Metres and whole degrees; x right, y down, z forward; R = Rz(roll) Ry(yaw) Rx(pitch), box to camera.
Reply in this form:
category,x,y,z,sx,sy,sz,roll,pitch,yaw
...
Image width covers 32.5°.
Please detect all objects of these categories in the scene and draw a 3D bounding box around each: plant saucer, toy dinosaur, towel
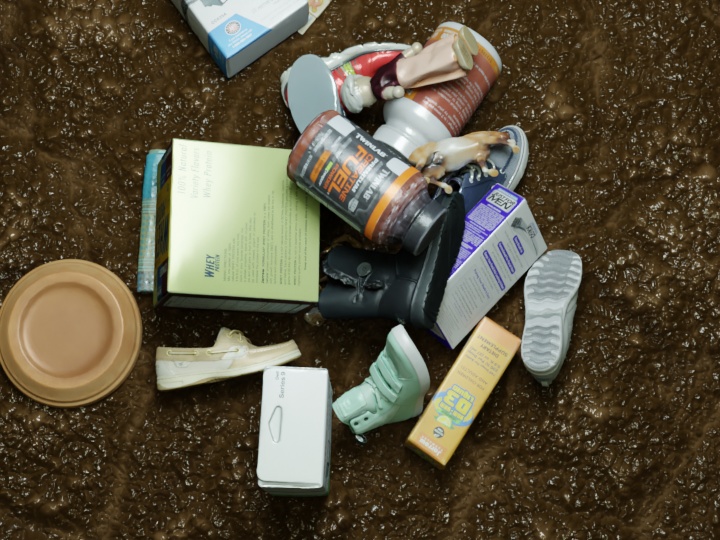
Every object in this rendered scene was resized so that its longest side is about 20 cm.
category,x,y,z,sx,sy,sz,roll,pitch,yaw
plant saucer,-0.394,0.082,1.663,0.196,0.037,0.204,1,78,-3
toy dinosaur,0.000,0.000,1.703,0.198,0.060,0.107,-32,98,1
towel,-0.232,-0.065,1.712,0.144,0.022,0.204,3,80,-3

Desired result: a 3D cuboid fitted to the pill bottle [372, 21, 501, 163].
category,x,y,z,sx,sy,sz,roll,pitch,yaw
pill bottle,0.102,-0.235,1.719,0.111,0.112,0.201,34,78,3

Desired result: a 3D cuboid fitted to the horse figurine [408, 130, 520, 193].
category,x,y,z,sx,sy,sz,roll,pitch,yaw
horse figurine,0.123,-0.144,1.634,0.197,0.133,0.051,-21,115,-5

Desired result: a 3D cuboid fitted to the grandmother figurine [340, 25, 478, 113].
category,x,y,z,sx,sy,sz,roll,pitch,yaw
grandmother figurine,0.057,-0.260,1.654,0.198,0.122,0.061,-17,111,30

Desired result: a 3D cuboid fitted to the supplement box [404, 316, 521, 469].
category,x,y,z,sx,sy,sz,roll,pitch,yaw
supplement box,0.138,0.166,1.666,0.066,0.069,0.202,32,80,5

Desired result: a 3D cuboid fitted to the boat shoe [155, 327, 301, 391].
category,x,y,z,sx,sy,sz,roll,pitch,yaw
boat shoe,-0.179,0.111,1.652,0.196,0.074,0.070,-11,85,-5

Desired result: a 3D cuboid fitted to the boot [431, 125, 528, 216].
category,x,y,z,sx,sy,sz,roll,pitch,yaw
boot,0.163,-0.127,1.703,0.072,0.090,0.202,19,76,35

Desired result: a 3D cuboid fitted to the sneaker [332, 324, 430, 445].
category,x,y,z,sx,sy,sz,roll,pitch,yaw
sneaker,0.023,0.153,1.591,0.117,0.202,0.074,-22,58,-14

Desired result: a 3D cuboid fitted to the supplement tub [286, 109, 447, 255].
category,x,y,z,sx,sy,sz,roll,pitch,yaw
supplement tub,0.011,-0.105,1.544,0.199,0.107,0.107,36,79,11

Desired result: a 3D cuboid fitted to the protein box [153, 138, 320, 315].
category,x,y,z,sx,sy,sz,roll,pitch,yaw
protein box,-0.165,-0.052,1.632,0.197,0.135,0.202,4,79,-18

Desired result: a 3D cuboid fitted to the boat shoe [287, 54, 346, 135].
category,x,y,z,sx,sy,sz,roll,pitch,yaw
boat shoe,-0.048,-0.192,1.705,0.070,0.091,0.204,-15,87,7

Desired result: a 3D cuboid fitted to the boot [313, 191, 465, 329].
category,x,y,z,sx,sy,sz,roll,pitch,yaw
boot,0.037,-0.021,1.617,0.166,0.077,0.203,8,66,26

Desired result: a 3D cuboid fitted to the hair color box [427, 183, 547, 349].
category,x,y,z,sx,sy,sz,roll,pitch,yaw
hair color box,0.155,-0.006,1.675,0.200,0.110,0.065,-44,46,-10

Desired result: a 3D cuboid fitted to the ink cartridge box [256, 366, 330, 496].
category,x,y,z,sx,sy,sz,roll,pitch,yaw
ink cartridge box,-0.080,0.209,1.572,0.082,0.200,0.149,2,78,1

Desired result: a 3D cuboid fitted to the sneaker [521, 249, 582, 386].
category,x,y,z,sx,sy,sz,roll,pitch,yaw
sneaker,0.257,0.063,1.697,0.074,0.082,0.202,10,60,19

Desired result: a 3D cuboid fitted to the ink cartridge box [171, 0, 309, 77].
category,x,y,z,sx,sy,sz,roll,pitch,yaw
ink cartridge box,-0.187,-0.401,1.742,0.146,0.086,0.201,-36,85,-9

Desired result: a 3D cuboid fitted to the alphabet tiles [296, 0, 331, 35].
category,x,y,z,sx,sy,sz,roll,pitch,yaw
alphabet tiles,-0.107,-0.442,1.801,0.166,0.006,0.201,38,79,4

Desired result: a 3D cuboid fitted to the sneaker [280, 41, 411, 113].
category,x,y,z,sx,sy,sz,roll,pitch,yaw
sneaker,-0.013,-0.266,1.746,0.197,0.077,0.086,-17,90,4
